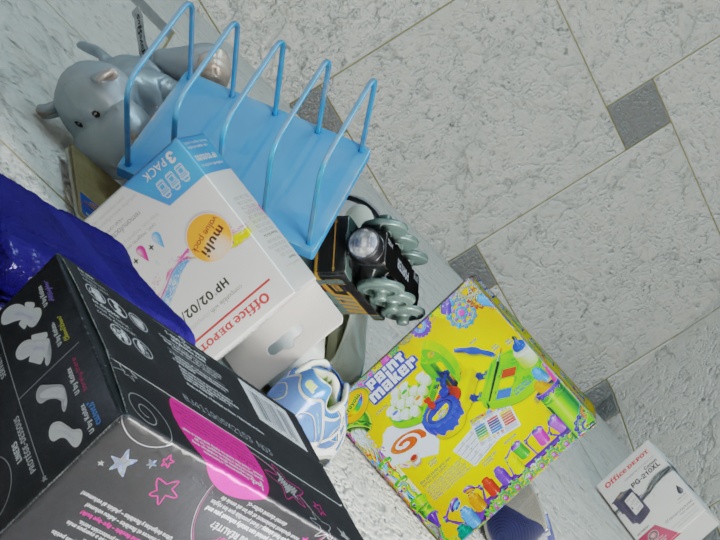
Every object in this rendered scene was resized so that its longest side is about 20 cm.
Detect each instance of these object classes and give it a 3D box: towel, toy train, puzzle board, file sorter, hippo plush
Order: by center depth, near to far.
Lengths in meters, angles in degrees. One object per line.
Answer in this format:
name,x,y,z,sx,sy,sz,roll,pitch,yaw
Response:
towel,-0.216,-0.003,0.880,0.148,0.050,0.200,45,5,36
file sorter,-0.099,-0.132,1.130,0.199,0.139,0.123,23,-35,7
puzzle board,-0.195,-0.021,1.165,0.200,0.017,0.151,42,11,-31
toy train,0.000,0.000,1.232,0.200,0.113,0.086,48,44,-70
hippo plush,-0.219,-0.173,1.249,0.201,0.158,0.161,65,20,0

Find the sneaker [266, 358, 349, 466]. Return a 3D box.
sneaker,-0.037,0.121,1.093,0.076,0.077,0.200,46,6,8

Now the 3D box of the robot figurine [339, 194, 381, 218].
robot figurine,-0.027,-0.044,1.782,0.149,0.126,0.200,24,8,2

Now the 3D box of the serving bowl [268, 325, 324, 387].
serving bowl,-0.093,0.025,1.205,0.201,0.066,0.200,55,4,-5

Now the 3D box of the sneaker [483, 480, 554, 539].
sneaker,0.182,0.274,1.491,0.115,0.081,0.200,37,11,-41

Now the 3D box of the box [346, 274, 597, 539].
box,0.107,0.143,1.302,0.193,0.200,0.122,49,8,5

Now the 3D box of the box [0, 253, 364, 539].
box,-0.109,0.110,0.642,0.200,0.115,0.132,41,8,-43

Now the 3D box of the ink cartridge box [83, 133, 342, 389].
ink cartridge box,-0.120,0.001,1.044,0.200,0.115,0.068,51,16,1

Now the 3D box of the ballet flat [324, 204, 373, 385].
ballet flat,-0.022,0.024,1.353,0.069,0.202,0.069,5,-6,1

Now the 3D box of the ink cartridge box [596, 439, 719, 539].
ink cartridge box,0.578,0.456,2.458,0.084,0.145,0.200,39,11,-43
